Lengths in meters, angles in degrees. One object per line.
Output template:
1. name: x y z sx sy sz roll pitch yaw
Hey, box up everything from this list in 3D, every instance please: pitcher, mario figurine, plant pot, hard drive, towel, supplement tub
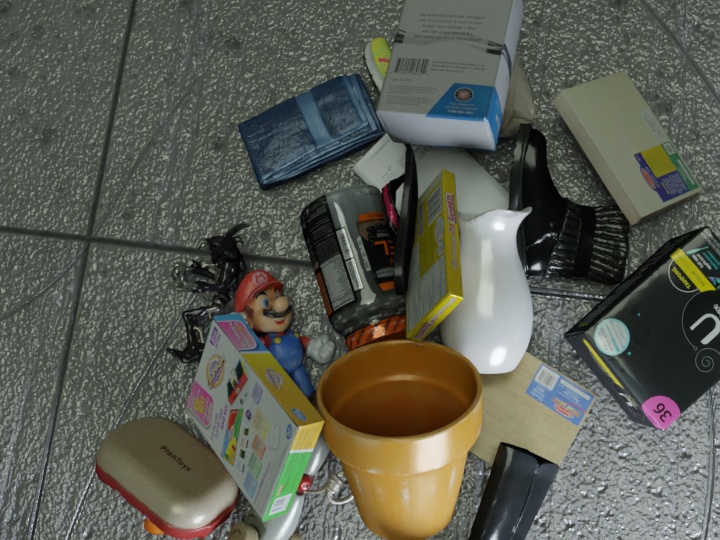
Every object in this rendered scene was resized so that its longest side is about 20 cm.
1. pitcher: 0.145 0.019 1.157 0.119 0.170 0.205 -4 98 -35
2. mario figurine: -0.103 0.092 1.189 0.104 0.123 0.204 -24 82 10
3. plant pot: 0.052 0.216 1.095 0.195 0.201 0.187 -1 118 7
4. hard drive: 0.101 -0.118 1.253 0.132 0.025 0.200 -44 76 -3
5. towel: -0.073 -0.201 1.282 0.197 0.049 0.114 -24 75 2
6. supplement tub: 0.000 0.000 1.192 0.120 0.123 0.204 -19 77 3

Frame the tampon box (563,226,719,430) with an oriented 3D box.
1. tampon box: 0.382 0.072 1.115 0.199 0.126 0.151 -41 85 -3

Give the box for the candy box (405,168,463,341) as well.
1. candy box: 0.089 -0.021 1.127 0.026 0.103 0.203 17 49 -19

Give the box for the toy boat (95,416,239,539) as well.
1. toy boat: -0.260 0.289 1.178 0.198 0.130 0.133 32 120 22

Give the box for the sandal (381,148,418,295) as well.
1. sandal: 0.046 -0.068 1.140 0.044 0.075 0.204 2 66 13

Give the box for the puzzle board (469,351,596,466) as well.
1. puzzle board: 0.190 0.178 1.185 0.198 0.017 0.152 31 83 12

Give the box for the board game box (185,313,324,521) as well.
1. board game box: -0.135 0.175 1.095 0.200 0.040 0.155 46 126 35

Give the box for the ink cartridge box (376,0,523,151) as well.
1. ink cartridge box: 0.117 -0.265 1.134 0.143 0.086 0.204 8 71 21

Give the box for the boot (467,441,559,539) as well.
1. boot: 0.148 0.306 1.086 0.065 0.163 0.203 27 92 44

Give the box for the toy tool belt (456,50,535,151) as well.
1. toy tool belt: 0.156 -0.268 1.229 0.120 0.125 0.204 -14 76 -4

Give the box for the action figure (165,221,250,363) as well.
1. action figure: -0.215 0.022 1.220 0.100 0.119 0.204 18 88 -7

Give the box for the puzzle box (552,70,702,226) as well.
1. puzzle box: 0.356 -0.166 1.197 0.131 0.025 0.203 -19 73 -31

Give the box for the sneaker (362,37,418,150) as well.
1. sneaker: 0.068 -0.256 1.241 0.089 0.078 0.203 -29 57 10

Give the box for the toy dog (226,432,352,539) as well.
1. toy dog: -0.104 0.289 1.163 0.200 0.132 0.096 -47 34 -9

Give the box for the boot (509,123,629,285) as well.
1. boot: 0.272 -0.086 1.175 0.154 0.080 0.216 0 107 9
